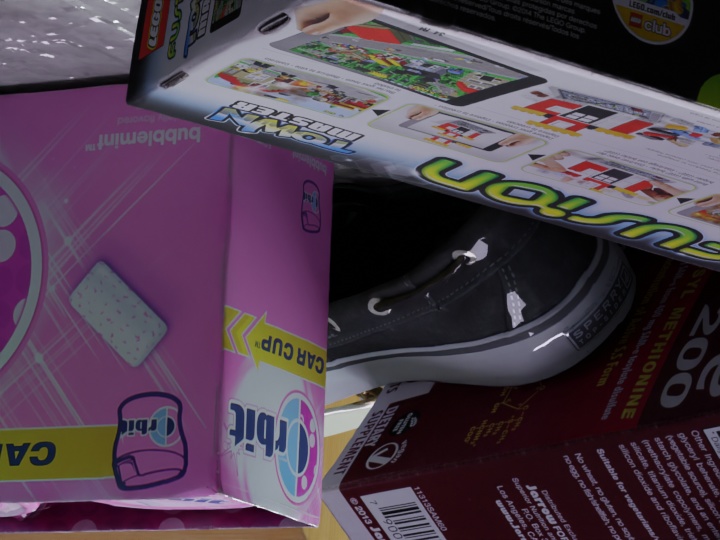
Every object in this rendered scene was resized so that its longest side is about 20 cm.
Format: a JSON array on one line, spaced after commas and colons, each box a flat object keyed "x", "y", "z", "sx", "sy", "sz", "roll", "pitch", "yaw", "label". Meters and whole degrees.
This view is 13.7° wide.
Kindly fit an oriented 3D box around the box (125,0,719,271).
[{"x": 0.058, "y": -0.040, "z": 0.695, "sx": 0.200, "sy": 0.035, "sz": 0.110, "roll": 15, "pitch": 164, "yaw": -24, "label": "box"}]

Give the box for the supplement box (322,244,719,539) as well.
[{"x": 0.096, "y": 0.035, "z": 0.862, "sx": 0.200, "sy": 0.109, "sz": 0.061, "roll": -15, "pitch": 120, "yaw": 39, "label": "supplement box"}]

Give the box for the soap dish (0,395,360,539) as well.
[{"x": -0.099, "y": 0.081, "z": 1.082, "sx": 0.200, "sy": 0.081, "sz": 0.157, "roll": 1, "pitch": -147, "yaw": 2, "label": "soap dish"}]

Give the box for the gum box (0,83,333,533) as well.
[{"x": -0.111, "y": 0.014, "z": 0.843, "sx": 0.200, "sy": 0.114, "sz": 0.066, "roll": -3, "pitch": 167, "yaw": 25, "label": "gum box"}]

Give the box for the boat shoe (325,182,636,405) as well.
[{"x": 0.000, "y": 0.000, "z": 0.905, "sx": 0.200, "sy": 0.069, "sz": 0.057, "roll": -8, "pitch": 132, "yaw": 51, "label": "boat shoe"}]

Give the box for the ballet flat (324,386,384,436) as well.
[{"x": -0.057, "y": 0.029, "z": 1.025, "sx": 0.200, "sy": 0.062, "sz": 0.067, "roll": -3, "pitch": 167, "yaw": 24, "label": "ballet flat"}]
